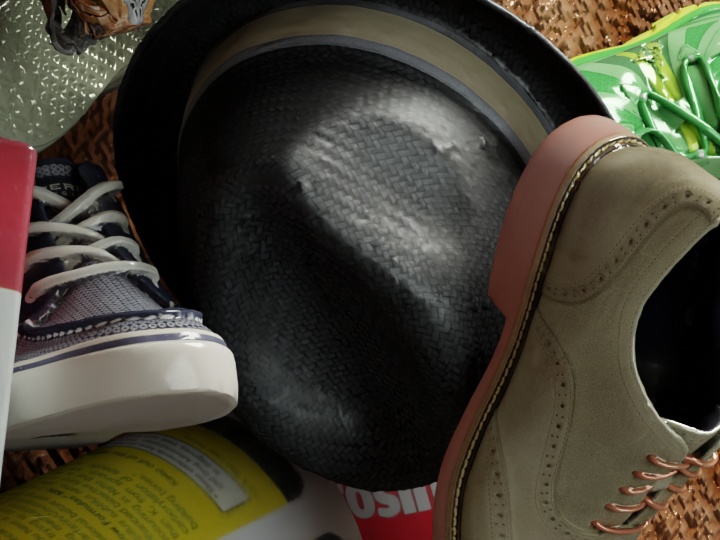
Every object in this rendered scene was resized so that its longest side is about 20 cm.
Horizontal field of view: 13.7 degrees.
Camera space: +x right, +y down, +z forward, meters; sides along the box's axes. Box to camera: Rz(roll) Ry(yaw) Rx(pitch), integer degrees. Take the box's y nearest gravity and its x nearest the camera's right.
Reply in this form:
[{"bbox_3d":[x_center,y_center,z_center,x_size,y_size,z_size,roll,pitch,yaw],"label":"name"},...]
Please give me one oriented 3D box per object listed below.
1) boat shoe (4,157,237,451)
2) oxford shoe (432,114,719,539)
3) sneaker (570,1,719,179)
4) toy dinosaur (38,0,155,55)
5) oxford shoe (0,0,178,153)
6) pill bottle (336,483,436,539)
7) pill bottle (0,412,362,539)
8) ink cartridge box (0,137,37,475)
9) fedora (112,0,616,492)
[{"bbox_3d":[-0.094,0.007,0.950,0.074,0.200,0.093,-2,84,-23],"label":"boat shoe"},{"bbox_3d":[0.074,0.057,0.934,0.071,0.074,0.201,-14,119,-43],"label":"oxford shoe"},{"bbox_3d":[0.133,-0.066,1.266,0.200,0.083,0.074,-37,117,-40],"label":"sneaker"},{"bbox_3d":[-0.120,-0.163,0.936,0.102,0.135,0.201,8,68,-40],"label":"toy dinosaur"},{"bbox_3d":[-0.102,-0.088,1.033,0.200,0.057,0.076,-44,116,-55],"label":"oxford shoe"},{"bbox_3d":[0.019,0.037,1.122,0.112,0.112,0.201,-34,115,-42],"label":"pill bottle"},{"bbox_3d":[-0.099,0.127,0.991,0.200,0.114,0.115,-24,108,-45],"label":"pill bottle"},{"bbox_3d":[-0.178,0.056,0.855,0.145,0.083,0.201,11,67,-19],"label":"ink cartridge box"},{"bbox_3d":[0.000,0.000,0.976,0.201,0.200,0.092,61,28,-28],"label":"fedora"}]
